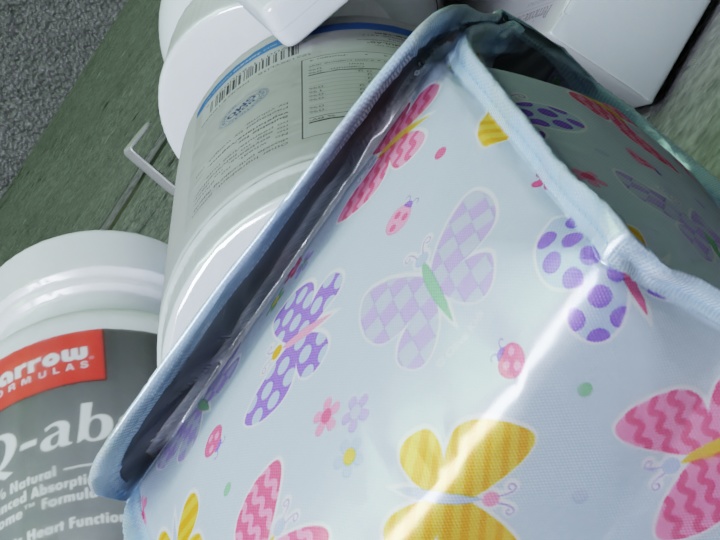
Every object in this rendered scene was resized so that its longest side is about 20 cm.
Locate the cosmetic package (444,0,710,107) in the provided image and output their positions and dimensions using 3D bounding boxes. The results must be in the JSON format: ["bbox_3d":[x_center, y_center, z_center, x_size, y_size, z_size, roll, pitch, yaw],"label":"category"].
[{"bbox_3d":[0.094,-0.129,1.058,0.151,0.052,0.200,-57,12,-9],"label":"cosmetic package"}]

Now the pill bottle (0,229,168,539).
[{"bbox_3d":[-0.088,0.086,0.958,0.116,0.116,0.200,-50,32,30],"label":"pill bottle"}]

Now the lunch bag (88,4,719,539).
[{"bbox_3d":[0.020,0.033,0.711,0.170,0.127,0.200,-53,24,14],"label":"lunch bag"}]

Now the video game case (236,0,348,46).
[{"bbox_3d":[0.011,-0.182,1.014,0.200,0.023,0.182,-40,34,-3],"label":"video game case"}]

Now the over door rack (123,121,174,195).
[{"bbox_3d":[-0.004,-0.101,1.292,0.200,0.067,0.148,-39,6,-19],"label":"over door rack"}]

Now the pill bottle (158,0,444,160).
[{"bbox_3d":[-0.020,-0.112,1.092,0.110,0.109,0.200,-50,15,30],"label":"pill bottle"}]

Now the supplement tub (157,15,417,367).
[{"bbox_3d":[0.000,0.000,0.912,0.132,0.132,0.200,-54,13,16],"label":"supplement tub"}]
